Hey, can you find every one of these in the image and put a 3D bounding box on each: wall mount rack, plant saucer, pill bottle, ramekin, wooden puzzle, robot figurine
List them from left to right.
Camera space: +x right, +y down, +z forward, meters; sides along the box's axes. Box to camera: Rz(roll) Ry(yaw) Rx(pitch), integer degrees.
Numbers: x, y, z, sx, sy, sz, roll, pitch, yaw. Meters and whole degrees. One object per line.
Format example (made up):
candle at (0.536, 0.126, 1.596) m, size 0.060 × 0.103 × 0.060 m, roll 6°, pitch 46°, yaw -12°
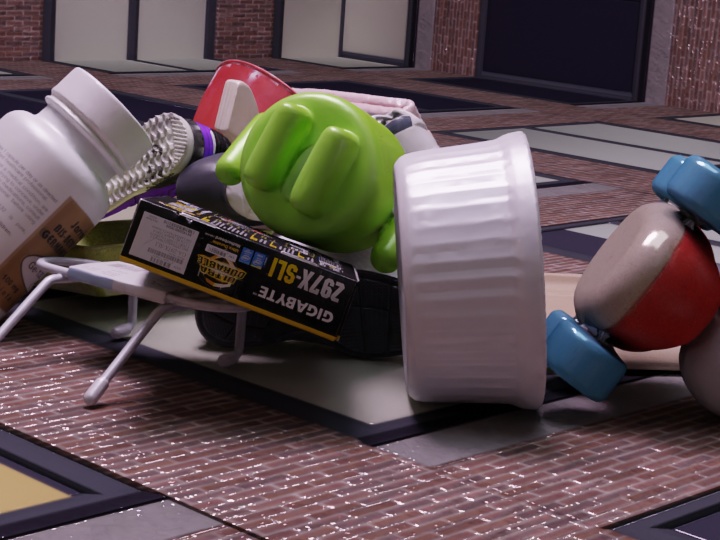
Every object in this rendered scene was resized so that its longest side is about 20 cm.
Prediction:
pill bottle at (-0.267, -0.062, 1.372) m, size 0.114 × 0.200 × 0.114 m, roll 43°, pitch -9°, yaw 9°
wall mount rack at (-0.183, 0.041, 1.271) m, size 0.199 × 0.075 × 0.173 m, roll 12°, pitch 10°, yaw 33°
plant saucer at (-0.212, -0.012, 1.521) m, size 0.199 × 0.048 × 0.199 m, roll -6°, pitch 9°, yaw -41°
robot figurine at (-0.025, -0.075, 1.361) m, size 0.175 × 0.116 × 0.200 m, roll 27°, pitch 2°, yaw 15°
ramekin at (0.076, 0.003, 1.239) m, size 0.097 × 0.202 × 0.201 m, roll -4°, pitch 12°, yaw 0°
wooden puzzle at (0.201, 0.048, 1.461) m, size 0.184 × 0.037 × 0.200 m, roll 2°, pitch 16°, yaw -12°

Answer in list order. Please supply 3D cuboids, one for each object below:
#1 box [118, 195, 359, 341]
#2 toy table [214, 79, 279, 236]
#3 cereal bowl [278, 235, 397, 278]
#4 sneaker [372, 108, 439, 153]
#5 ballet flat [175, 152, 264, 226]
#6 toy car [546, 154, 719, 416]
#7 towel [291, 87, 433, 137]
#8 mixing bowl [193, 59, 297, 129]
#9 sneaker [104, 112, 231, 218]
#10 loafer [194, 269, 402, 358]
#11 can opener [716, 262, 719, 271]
box at (-0.082, -0.005, 1.234) m, size 0.159 × 0.050 × 0.200 m, roll 19°, pitch 3°, yaw -3°
toy table at (-0.106, -0.082, 1.664) m, size 0.199 × 0.185 × 0.117 m, roll -1°, pitch -10°, yaw 38°
cereal bowl at (0.000, 0.000, 1.491) m, size 0.199 × 0.084 × 0.200 m, roll 3°, pitch 12°, yaw -1°
sneaker at (0.036, -0.117, 1.600) m, size 0.073 × 0.071 × 0.200 m, roll -23°, pitch 6°, yaw -10°
ballet flat at (-0.064, -0.072, 1.532) m, size 0.199 × 0.074 × 0.073 m, roll 3°, pitch 11°, yaw -25°
toy car at (0.262, 0.046, 1.271) m, size 0.200 × 0.185 × 0.177 m, roll 38°, pitch 5°, yaw 0°
towel at (0.022, -0.110, 1.833) m, size 0.190 × 0.200 × 0.032 m, roll 12°, pitch 55°, yaw 42°
mixing bowl at (-0.114, -0.116, 1.842) m, size 0.200 × 0.200 × 0.108 m, roll 18°, pitch 60°, yaw 49°
sneaker at (-0.199, -0.089, 1.602) m, size 0.199 × 0.070 × 0.099 m, roll -16°, pitch -12°, yaw 39°
loafer at (-0.031, 0.027, 1.372) m, size 0.199 × 0.072 × 0.063 m, roll 1°, pitch 16°, yaw 2°
can opener at (0.329, 0.013, 1.613) m, size 0.066 × 0.053 × 0.200 m, roll -4°, pitch 14°, yaw -36°
